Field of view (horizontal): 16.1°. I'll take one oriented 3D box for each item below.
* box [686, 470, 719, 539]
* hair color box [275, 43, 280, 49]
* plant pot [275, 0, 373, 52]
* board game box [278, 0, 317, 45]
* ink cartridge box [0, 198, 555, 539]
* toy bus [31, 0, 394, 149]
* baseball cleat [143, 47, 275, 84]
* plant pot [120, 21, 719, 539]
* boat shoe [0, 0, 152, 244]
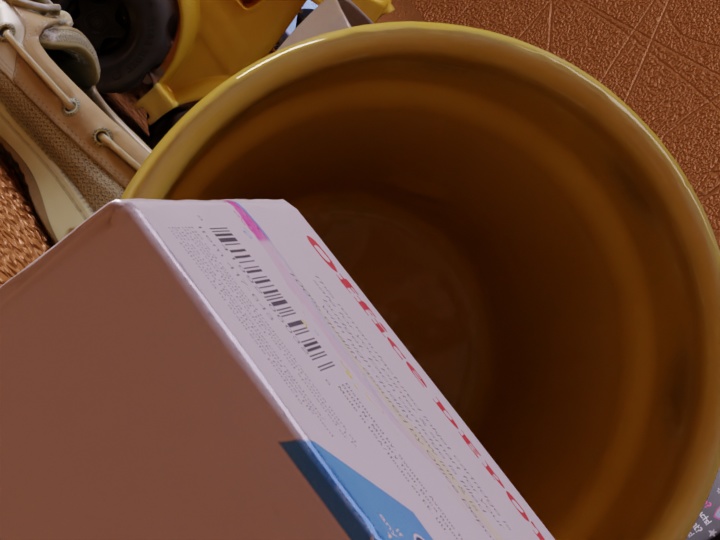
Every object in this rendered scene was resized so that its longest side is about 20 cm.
[{"bbox_3d":[0.209,0.175,1.582,0.200,0.115,0.132,43,12,-48],"label":"box"},{"bbox_3d":[-0.068,-0.171,1.491,0.200,0.101,0.061,48,40,-65],"label":"hair color box"},{"bbox_3d":[0.000,0.000,1.090,0.200,0.134,0.200,51,7,-9],"label":"plant pot"},{"bbox_3d":[0.021,-0.068,1.433,0.151,0.037,0.200,49,-6,33],"label":"board game box"},{"bbox_3d":[-0.039,0.070,0.578,0.129,0.125,0.200,53,8,5],"label":"ink cartridge box"},{"bbox_3d":[-0.051,-0.135,1.204,0.200,0.192,0.136,51,6,-16],"label":"toy bus"},{"bbox_3d":[-0.106,-0.146,1.387,0.106,0.070,0.200,46,4,2],"label":"baseball cleat"},{"bbox_3d":[0.003,0.028,0.845,0.201,0.201,0.189,51,-8,-5],"label":"plant pot"},{"bbox_3d":[-0.110,-0.062,0.996,0.201,0.063,0.073,56,9,29],"label":"boat shoe"}]
